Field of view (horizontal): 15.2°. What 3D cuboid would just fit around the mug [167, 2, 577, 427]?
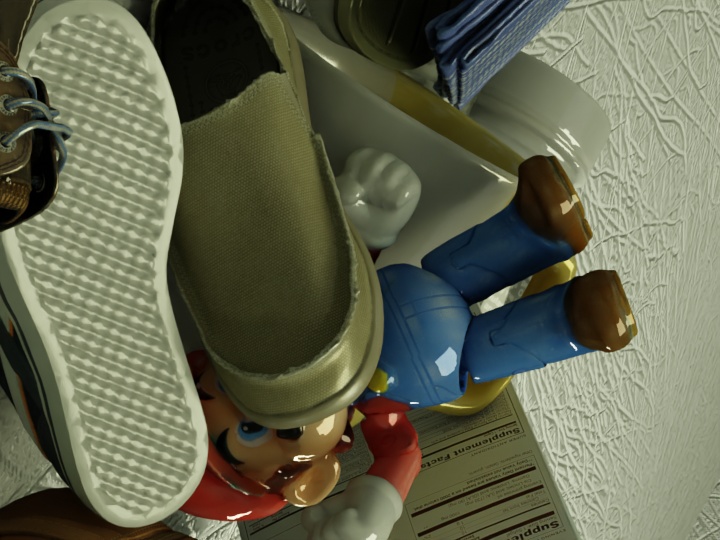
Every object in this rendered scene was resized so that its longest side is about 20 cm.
[{"bbox_3d":[-0.005,-0.001,1.151,0.154,0.186,0.149,-58,-177,8],"label":"mug"}]

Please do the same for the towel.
[{"bbox_3d":[0.084,-0.131,1.161,0.145,0.024,0.200,-44,178,1],"label":"towel"}]

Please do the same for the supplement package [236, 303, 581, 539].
[{"bbox_3d":[0.040,0.162,1.263,0.200,0.146,0.192,-110,177,-58],"label":"supplement package"}]

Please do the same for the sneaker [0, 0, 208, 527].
[{"bbox_3d":[-0.108,-0.009,0.979,0.078,0.079,0.201,-16,116,-26],"label":"sneaker"}]

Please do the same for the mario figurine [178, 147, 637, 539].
[{"bbox_3d":[0.003,0.033,1.038,0.199,0.124,0.106,-28,125,2],"label":"mario figurine"}]

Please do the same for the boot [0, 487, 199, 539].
[{"bbox_3d":[-0.052,0.137,1.000,0.077,0.199,0.155,-61,173,5],"label":"boot"}]

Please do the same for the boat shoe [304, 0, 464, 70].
[{"bbox_3d":[0.021,-0.141,1.197,0.200,0.068,0.075,-25,138,-60],"label":"boat shoe"}]

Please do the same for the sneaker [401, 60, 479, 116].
[{"bbox_3d":[0.030,-0.097,1.314,0.091,0.066,0.201,118,-3,-65],"label":"sneaker"}]

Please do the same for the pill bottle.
[{"bbox_3d":[0.044,-0.010,1.396,0.201,0.113,0.114,-61,164,-12],"label":"pill bottle"}]

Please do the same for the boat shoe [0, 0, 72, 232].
[{"bbox_3d":[-0.129,-0.041,0.844,0.201,0.072,0.072,-64,165,-2],"label":"boat shoe"}]

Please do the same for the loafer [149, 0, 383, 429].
[{"bbox_3d":[-0.047,-0.033,1.010,0.075,0.201,0.068,-25,147,10],"label":"loafer"}]
